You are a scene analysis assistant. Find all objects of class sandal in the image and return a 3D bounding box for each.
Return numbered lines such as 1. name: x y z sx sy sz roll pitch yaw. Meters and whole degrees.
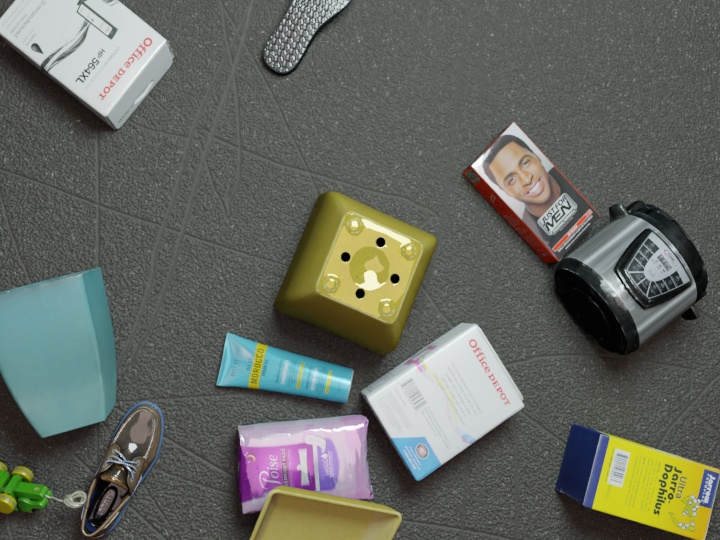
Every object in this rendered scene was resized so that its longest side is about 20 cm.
1. sandal: -0.079 -0.392 1.178 0.075 0.048 0.201 40 96 -5

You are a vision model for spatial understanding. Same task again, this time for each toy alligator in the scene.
1. toy alligator: -0.479 0.317 1.076 0.197 0.060 0.055 13 127 3

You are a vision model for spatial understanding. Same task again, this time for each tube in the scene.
1. tube: -0.111 0.152 1.144 0.197 0.050 0.079 12 78 -1

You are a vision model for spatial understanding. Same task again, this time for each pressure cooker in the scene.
1. pressure cooker: 0.415 0.003 1.153 0.199 0.179 0.177 -35 132 -8

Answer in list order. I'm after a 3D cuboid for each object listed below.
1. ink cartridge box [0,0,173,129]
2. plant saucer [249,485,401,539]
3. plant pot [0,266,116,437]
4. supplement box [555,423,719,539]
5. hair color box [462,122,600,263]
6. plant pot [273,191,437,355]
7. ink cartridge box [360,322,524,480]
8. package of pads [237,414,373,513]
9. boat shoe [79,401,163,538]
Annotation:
1. ink cartridge box: -0.394 -0.329 1.110 0.199 0.084 0.147 37 83 -3
2. plant saucer: -0.067 0.388 1.091 0.197 0.049 0.202 16 113 -18
3. plant pot: -0.414 0.114 1.060 0.139 0.141 0.203 -15 96 -8
4. supplement box: 0.420 0.320 1.167 0.197 0.109 0.111 17 85 -6
5. hair color box: 0.265 -0.119 1.195 0.102 0.061 0.200 -45 92 -6
6. plant pot: 0.000 0.000 1.086 0.193 0.200 0.197 23 84 -5
7. ink cartridge box: 0.122 0.191 1.149 0.199 0.085 0.146 -32 92 -7
8. package of pads: -0.082 0.280 1.123 0.197 0.076 0.123 -4 87 -7
9. boat shoe: -0.337 0.287 1.090 0.071 0.072 0.203 21 85 -6
